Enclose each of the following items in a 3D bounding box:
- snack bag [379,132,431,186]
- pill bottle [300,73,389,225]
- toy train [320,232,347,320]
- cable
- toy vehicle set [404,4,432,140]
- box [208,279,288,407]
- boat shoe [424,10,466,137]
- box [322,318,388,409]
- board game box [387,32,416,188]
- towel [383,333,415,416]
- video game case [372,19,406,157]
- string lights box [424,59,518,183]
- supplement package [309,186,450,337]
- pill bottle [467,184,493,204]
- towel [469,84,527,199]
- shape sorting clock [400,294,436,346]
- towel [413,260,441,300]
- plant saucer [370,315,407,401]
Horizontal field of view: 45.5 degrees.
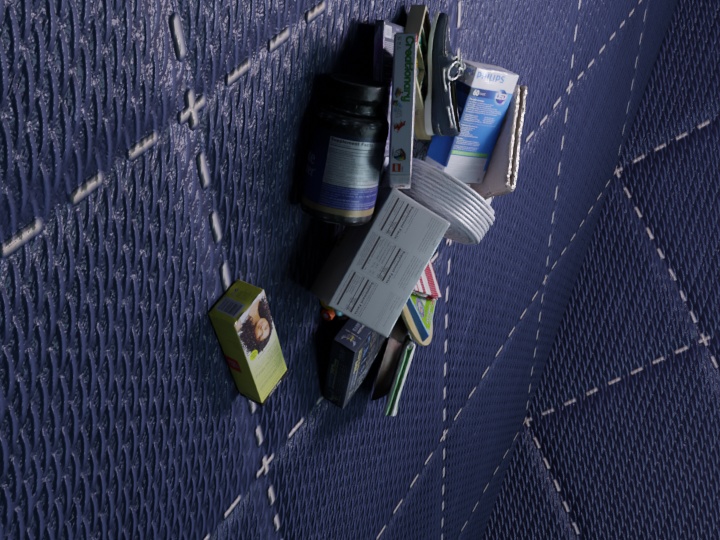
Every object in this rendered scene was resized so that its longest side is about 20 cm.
[{"bbox_3d":[0.077,-0.206,1.527,0.188,0.021,0.201,25,82,-66],"label":"snack bag"},{"bbox_3d":[-0.019,-0.175,1.242,0.112,0.111,0.201,-24,129,-57],"label":"pill bottle"},{"bbox_3d":[0.000,0.000,1.484,0.150,0.055,0.201,8,101,-65],"label":"toy train"},{"bbox_3d":[0.125,-0.116,1.424,0.069,0.199,0.200,-58,160,-5],"label":"cable"},{"bbox_3d":[0.102,-0.325,1.429,0.200,0.026,0.125,63,37,-61],"label":"toy vehicle set"},{"bbox_3d":[-0.159,0.109,1.247,0.075,0.050,0.201,-53,151,-31],"label":"box"},{"bbox_3d":[0.140,-0.319,1.403,0.075,0.061,0.201,-35,129,-68],"label":"boat shoe"},{"bbox_3d":[0.000,0.136,1.546,0.158,0.051,0.201,-52,163,-35],"label":"box"},{"bbox_3d":[0.061,-0.227,1.248,0.126,0.034,0.201,42,50,-86],"label":"board game box"},{"bbox_3d":[0.078,0.203,1.679,0.200,0.023,0.154,24,82,-87],"label":"towel"},{"bbox_3d":[0.046,-0.279,1.335,0.143,0.019,0.201,-29,124,-70],"label":"video game case"},{"bbox_3d":[0.190,-0.256,1.490,0.102,0.059,0.201,0,117,-36],"label":"string lights box"},{"bbox_3d":[0.026,-0.018,1.348,0.201,0.111,0.156,-60,-165,-1],"label":"supplement package"},{"bbox_3d":[0.230,-0.189,1.746,0.201,0.112,0.112,-58,153,-23],"label":"pill bottle"},{"bbox_3d":[0.245,-0.229,1.539,0.132,0.034,0.201,169,-71,-70],"label":"towel"},{"bbox_3d":[0.099,0.048,1.654,0.200,0.039,0.201,51,28,-41],"label":"shape sorting clock"},{"bbox_3d":[0.097,-0.020,1.623,0.200,0.023,0.145,18,54,-66],"label":"towel"},{"bbox_3d":[0.062,0.163,1.683,0.200,0.032,0.201,17,90,-88],"label":"plant saucer"}]
